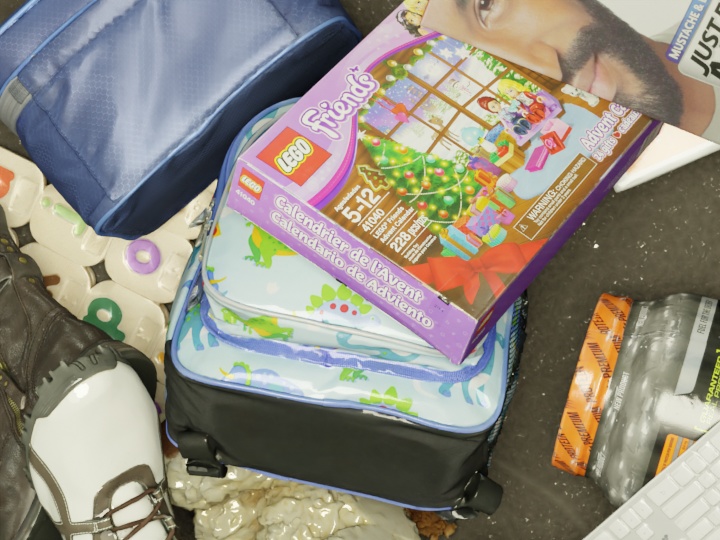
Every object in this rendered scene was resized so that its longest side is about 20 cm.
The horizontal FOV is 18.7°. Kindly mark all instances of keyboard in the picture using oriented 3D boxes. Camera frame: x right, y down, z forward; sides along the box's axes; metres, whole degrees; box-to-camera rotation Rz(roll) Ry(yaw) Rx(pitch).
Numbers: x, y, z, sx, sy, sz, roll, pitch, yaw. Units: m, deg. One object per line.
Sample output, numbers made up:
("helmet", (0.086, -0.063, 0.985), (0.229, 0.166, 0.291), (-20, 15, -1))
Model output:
("keyboard", (0.181, 0.108, 1.081), (0.056, 0.011, 0.200), (42, 117, -5))

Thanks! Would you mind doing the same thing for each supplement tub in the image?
("supplement tub", (0.208, 0.085, 1.138), (0.200, 0.123, 0.123), (17, 97, 8))

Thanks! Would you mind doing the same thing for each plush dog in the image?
("plush dog", (-0.044, 0.182, 1.202), (0.172, 0.160, 0.200), (-54, 55, 24))

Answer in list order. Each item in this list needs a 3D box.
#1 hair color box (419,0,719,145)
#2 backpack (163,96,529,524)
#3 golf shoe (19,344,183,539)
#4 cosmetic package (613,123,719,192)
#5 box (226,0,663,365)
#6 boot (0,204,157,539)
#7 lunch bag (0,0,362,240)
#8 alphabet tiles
("hair color box", (0.141, -0.136, 1.050), (0.200, 0.064, 0.111), (22, 140, 2))
("backpack", (0.000, 0.000, 1.123), (0.183, 0.200, 0.147), (11, 141, 0))
("golf shoe", (-0.116, 0.130, 1.116), (0.094, 0.078, 0.200), (36, 142, 41))
("cosmetic package", (0.208, -0.125, 1.148), (0.200, 0.071, 0.102), (-24, 90, 11))
("box", (0.048, -0.061, 1.061), (0.137, 0.200, 0.039), (34, 142, 12))
("boot", (-0.199, 0.079, 1.208), (0.174, 0.069, 0.200), (34, 106, 37))
("lunch bag", (-0.102, -0.127, 1.166), (0.200, 0.136, 0.132), (-42, 84, 2))
("alphabet tiles", (-0.157, 0.019, 1.254), (0.195, 0.015, 0.200), (26, 99, 7))
